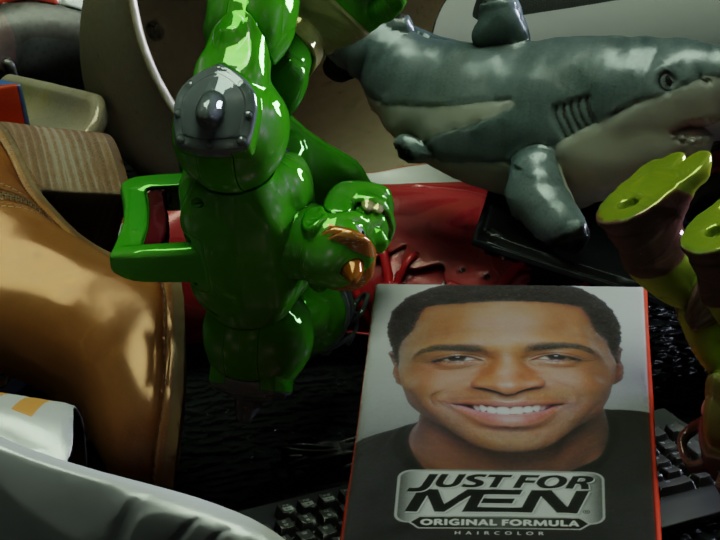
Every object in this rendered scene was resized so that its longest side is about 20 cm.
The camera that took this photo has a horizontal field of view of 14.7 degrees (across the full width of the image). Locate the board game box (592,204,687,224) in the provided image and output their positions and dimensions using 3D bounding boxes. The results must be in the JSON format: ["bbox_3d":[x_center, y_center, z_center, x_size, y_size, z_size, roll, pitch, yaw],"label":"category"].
[{"bbox_3d":[0.179,-0.071,1.320,0.135,0.035,0.200,8,23,23],"label":"board game box"}]

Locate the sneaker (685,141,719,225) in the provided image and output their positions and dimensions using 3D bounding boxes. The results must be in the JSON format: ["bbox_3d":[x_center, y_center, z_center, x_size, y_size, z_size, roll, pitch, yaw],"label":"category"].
[{"bbox_3d":[0.237,-0.048,1.162,0.199,0.071,0.098,7,62,2],"label":"sneaker"}]

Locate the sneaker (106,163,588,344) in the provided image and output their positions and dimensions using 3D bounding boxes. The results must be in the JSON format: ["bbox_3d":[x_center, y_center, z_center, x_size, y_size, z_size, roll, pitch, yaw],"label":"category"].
[{"bbox_3d":[0.000,0.000,1.129,0.199,0.079,0.115,-12,21,-20],"label":"sneaker"}]

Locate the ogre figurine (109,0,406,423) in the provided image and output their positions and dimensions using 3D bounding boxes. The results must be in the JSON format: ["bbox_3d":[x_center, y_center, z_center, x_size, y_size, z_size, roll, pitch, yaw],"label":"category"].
[{"bbox_3d":[-0.033,-0.033,1.003,0.098,0.200,0.120,19,42,0],"label":"ogre figurine"}]

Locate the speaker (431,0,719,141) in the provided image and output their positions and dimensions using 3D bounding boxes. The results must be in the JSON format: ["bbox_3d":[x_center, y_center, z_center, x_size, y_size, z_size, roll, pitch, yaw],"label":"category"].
[{"bbox_3d":[0.130,-0.090,1.127,0.199,0.082,0.081,-5,15,38],"label":"speaker"}]

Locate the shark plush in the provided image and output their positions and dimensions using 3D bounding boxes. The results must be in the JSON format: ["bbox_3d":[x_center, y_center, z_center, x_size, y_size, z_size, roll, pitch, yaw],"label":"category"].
[{"bbox_3d":[0.052,-0.082,1.104,0.200,0.084,0.091,29,24,30],"label":"shark plush"}]

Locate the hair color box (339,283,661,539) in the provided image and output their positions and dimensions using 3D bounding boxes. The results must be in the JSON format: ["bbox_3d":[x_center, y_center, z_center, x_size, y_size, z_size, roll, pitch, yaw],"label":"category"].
[{"bbox_3d":[0.047,0.075,0.916,0.101,0.062,0.200,0,26,3],"label":"hair color box"}]

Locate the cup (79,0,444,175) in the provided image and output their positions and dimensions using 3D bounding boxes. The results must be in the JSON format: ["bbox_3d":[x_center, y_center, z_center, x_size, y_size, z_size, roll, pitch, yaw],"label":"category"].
[{"bbox_3d":[-0.052,-0.106,1.296,0.200,0.201,0.143,-18,-1,-34],"label":"cup"}]

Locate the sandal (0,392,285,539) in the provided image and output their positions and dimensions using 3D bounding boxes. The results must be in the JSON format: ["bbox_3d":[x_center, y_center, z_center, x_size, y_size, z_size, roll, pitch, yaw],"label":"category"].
[{"bbox_3d":[-0.098,0.085,0.932,0.206,0.080,0.059,15,25,21],"label":"sandal"}]

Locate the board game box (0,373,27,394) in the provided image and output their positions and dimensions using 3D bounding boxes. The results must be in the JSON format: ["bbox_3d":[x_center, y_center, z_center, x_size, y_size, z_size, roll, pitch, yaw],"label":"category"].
[{"bbox_3d":[-0.175,0.010,1.186,0.135,0.035,0.200,6,23,24],"label":"board game box"}]

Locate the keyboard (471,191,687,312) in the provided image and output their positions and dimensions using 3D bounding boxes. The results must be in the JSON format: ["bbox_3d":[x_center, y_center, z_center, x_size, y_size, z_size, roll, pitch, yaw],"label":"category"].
[{"bbox_3d":[0.140,0.015,1.096,0.199,0.040,0.104,19,20,2],"label":"keyboard"}]

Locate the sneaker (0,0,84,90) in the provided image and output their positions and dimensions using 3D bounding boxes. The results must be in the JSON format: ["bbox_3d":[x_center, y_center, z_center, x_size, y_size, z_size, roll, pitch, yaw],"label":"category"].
[{"bbox_3d":[-0.217,-0.092,1.446,0.199,0.077,0.082,-4,48,-1],"label":"sneaker"}]

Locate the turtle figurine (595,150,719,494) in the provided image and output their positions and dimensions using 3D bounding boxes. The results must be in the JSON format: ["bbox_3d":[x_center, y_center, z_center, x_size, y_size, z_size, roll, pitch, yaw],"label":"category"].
[{"bbox_3d":[0.132,0.042,0.925,0.064,0.162,0.200,-28,23,-3],"label":"turtle figurine"}]

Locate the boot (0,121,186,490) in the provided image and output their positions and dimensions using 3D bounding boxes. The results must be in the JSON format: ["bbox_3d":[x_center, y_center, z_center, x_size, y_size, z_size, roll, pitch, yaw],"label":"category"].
[{"bbox_3d":[-0.151,0.013,1.041,0.155,0.077,0.200,-2,47,-21],"label":"boot"}]

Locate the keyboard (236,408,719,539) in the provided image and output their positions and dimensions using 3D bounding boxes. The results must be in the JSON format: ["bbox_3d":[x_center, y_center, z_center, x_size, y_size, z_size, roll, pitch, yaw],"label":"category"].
[{"bbox_3d":[0.028,0.078,1.000,0.199,0.021,0.127,-11,22,-23],"label":"keyboard"}]

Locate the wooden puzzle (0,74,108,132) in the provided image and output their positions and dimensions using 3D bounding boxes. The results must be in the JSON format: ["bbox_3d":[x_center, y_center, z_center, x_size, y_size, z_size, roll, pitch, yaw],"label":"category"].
[{"bbox_3d":[-0.232,-0.057,1.278,0.199,0.047,0.185,-20,15,-18],"label":"wooden puzzle"}]
